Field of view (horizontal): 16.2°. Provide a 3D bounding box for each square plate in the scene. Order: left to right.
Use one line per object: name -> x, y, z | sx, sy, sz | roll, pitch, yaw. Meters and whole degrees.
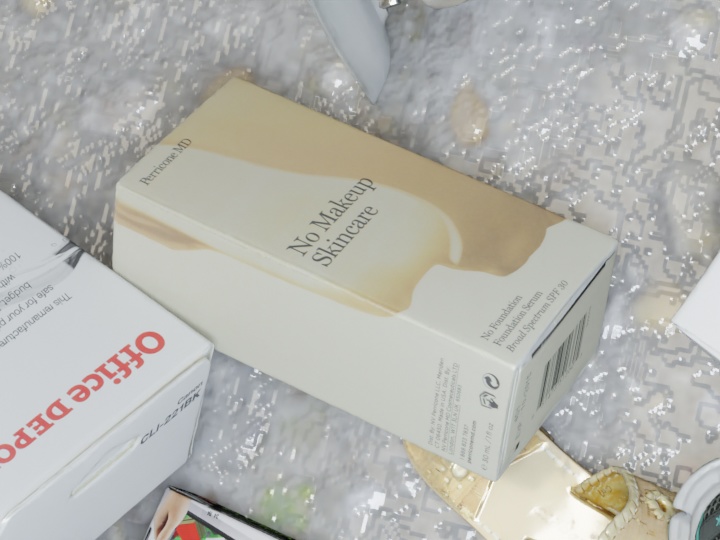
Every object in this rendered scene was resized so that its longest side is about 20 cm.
square plate -> -0.033, -0.191, 1.107 | 0.028, 0.198, 0.200 | -21, 74, 5

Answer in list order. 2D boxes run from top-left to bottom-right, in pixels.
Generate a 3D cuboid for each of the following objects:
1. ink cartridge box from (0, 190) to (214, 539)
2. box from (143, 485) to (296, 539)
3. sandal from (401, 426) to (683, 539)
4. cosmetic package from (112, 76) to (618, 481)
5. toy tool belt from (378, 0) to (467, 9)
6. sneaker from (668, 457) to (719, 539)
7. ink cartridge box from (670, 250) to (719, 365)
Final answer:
ink cartridge box -> -0.185, 0.042, 1.102 | 0.200, 0.084, 0.144 | 34, 49, 20
box -> -0.019, 0.185, 1.118 | 0.200, 0.035, 0.110 | 23, 87, 19
sandal -> 0.098, 0.116, 1.077 | 0.211, 0.070, 0.078 | 35, 91, 19
cosmetic package -> 0.000, 0.000, 1.104 | 0.200, 0.071, 0.105 | 23, 44, 18
toy tool belt -> 0.061, -0.178, 1.078 | 0.123, 0.200, 0.125 | -17, 92, 14
sneaker -> 0.170, 0.176, 1.012 | 0.077, 0.091, 0.201 | -13, 95, -7
ink cartridge box -> 0.225, -0.024, 1.024 | 0.084, 0.146, 0.200 | 36, 91, 23
